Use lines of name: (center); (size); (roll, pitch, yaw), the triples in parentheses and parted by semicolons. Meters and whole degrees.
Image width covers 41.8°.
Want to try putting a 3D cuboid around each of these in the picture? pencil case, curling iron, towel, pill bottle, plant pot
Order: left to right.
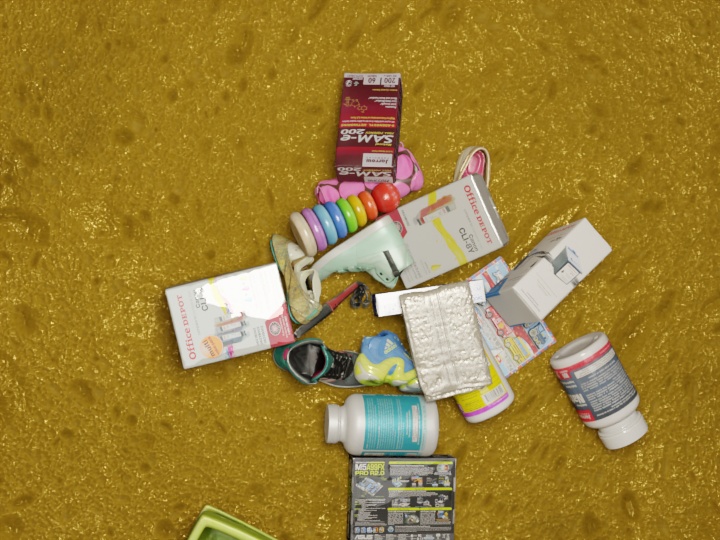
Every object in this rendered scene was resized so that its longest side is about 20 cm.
plant pot: (-0.232, 0.531, 1.630); (0.198, 0.181, 0.201); (28, 84, -8)
curling iron: (-0.048, 0.072, 1.701); (0.200, 0.026, 0.050); (-30, 75, -42)
pencil case: (0.012, -0.157, 1.739); (0.199, 0.091, 0.094); (-25, 99, -7)
pill bottle: (0.036, 0.281, 1.717); (0.199, 0.111, 0.112); (3, 88, -10)
towel: (0.152, 0.126, 1.679); (0.132, 0.034, 0.201); (-13, 94, -1)
pill bottle: (0.197, 0.173, 1.750); (0.104, 0.104, 0.201); (-29, 93, -9)
pill bottle: (0.456, 0.229, 1.782); (0.119, 0.120, 0.201); (-30, 93, -9)

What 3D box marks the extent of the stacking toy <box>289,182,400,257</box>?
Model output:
stacking toy: (-0.022, -0.102, 1.665); (0.199, 0.085, 0.086); (-26, 93, -11)

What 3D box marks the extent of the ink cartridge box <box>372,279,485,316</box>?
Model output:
ink cartridge box: (0.124, 0.051, 1.739); (0.199, 0.094, 0.044); (-8, 89, -4)

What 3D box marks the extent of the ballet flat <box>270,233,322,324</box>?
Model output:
ballet flat: (-0.108, 0.004, 1.683); (0.070, 0.071, 0.201); (-11, 54, -9)

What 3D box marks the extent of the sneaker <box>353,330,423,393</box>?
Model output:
sneaker: (0.077, 0.165, 1.729); (0.199, 0.076, 0.106); (15, 68, -38)

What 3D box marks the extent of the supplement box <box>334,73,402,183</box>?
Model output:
supplement box: (0.016, -0.260, 1.710); (0.108, 0.061, 0.201); (1, 66, 8)

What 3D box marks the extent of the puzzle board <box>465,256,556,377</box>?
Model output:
puzzle board: (0.264, 0.097, 1.808); (0.150, 0.017, 0.200); (-35, 93, -9)

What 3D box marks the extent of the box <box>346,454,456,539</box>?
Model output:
box: (0.076, 0.425, 1.753); (0.199, 0.044, 0.161); (2, 87, -9)

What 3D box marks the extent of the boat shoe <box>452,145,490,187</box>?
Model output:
boat shoe: (0.202, -0.140, 1.777); (0.073, 0.069, 0.201); (10, 87, -9)

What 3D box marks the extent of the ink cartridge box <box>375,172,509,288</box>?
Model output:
ink cartridge box: (0.150, -0.074, 1.721); (0.199, 0.083, 0.146); (-24, 91, 18)

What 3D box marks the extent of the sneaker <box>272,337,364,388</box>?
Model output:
sneaker: (-0.056, 0.169, 1.700); (0.199, 0.121, 0.084); (12, 87, -9)

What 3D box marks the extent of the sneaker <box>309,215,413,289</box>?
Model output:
sneaker: (0.000, 0.000, 1.702); (0.200, 0.074, 0.119); (-32, 91, 25)

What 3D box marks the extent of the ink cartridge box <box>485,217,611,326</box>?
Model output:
ink cartridge box: (0.346, 0.006, 1.746); (0.200, 0.146, 0.086); (-44, 94, -16)

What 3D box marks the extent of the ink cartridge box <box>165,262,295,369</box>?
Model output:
ink cartridge box: (-0.232, 0.078, 1.662); (0.199, 0.145, 0.146); (-14, 92, -9)
